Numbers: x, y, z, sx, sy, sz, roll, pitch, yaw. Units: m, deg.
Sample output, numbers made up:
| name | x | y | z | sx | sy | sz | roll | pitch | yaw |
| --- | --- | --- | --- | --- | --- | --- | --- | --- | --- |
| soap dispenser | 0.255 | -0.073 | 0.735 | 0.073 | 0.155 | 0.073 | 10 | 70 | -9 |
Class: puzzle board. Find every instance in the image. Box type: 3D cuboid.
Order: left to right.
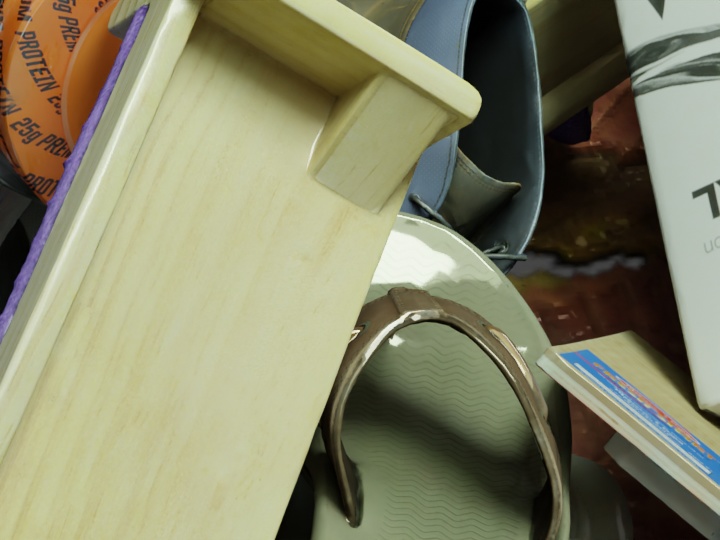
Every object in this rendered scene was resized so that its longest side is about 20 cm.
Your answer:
| name | x | y | z | sx | sy | sz | roll | pitch | yaw |
| --- | --- | --- | --- | --- | --- | --- | --- | --- | --- |
| puzzle board | 0.135 | 0.086 | 0.719 | 0.200 | 0.017 | 0.151 | 39 | 9 | 11 |

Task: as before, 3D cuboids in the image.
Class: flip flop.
| name | x | y | z | sx | sy | sz | roll | pitch | yaw |
| --- | --- | --- | --- | --- | --- | --- | --- | --- | --- |
| flip flop | 0.016 | 0.045 | 0.664 | 0.081 | 0.058 | 0.200 | 7 | 35 | -3 |

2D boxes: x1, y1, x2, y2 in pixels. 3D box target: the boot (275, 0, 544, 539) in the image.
| name | x | y | z | sx | sy | sz | roll | pitch | yaw |
| --- | --- | --- | --- | --- | --- | --- | --- | --- | --- |
| boot | 0.000 | 0.000 | 0.784 | 0.075 | 0.097 | 0.200 | 26 | 58 | -43 |

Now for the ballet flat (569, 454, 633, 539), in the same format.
| name | x | y | z | sx | sy | sz | roll | pitch | yaw |
| --- | --- | --- | --- | --- | --- | --- | --- | --- | --- |
| ballet flat | 0.013 | 0.091 | 0.704 | 0.069 | 0.069 | 0.200 | 32 | 47 | 22 |

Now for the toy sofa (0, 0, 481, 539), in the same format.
| name | x | y | z | sx | sy | sz | roll | pitch | yaw |
| --- | --- | --- | --- | --- | --- | --- | --- | --- | --- |
| toy sofa | -0.054 | 0.029 | 0.641 | 0.083 | 0.098 | 0.200 | 30 | 65 | -19 |

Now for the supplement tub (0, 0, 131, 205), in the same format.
| name | x | y | z | sx | sy | sz | roll | pitch | yaw |
| --- | --- | --- | --- | --- | --- | --- | --- | --- | --- |
| supplement tub | -0.083 | -0.097 | 0.780 | 0.122 | 0.123 | 0.200 | -10 | 32 | -17 |

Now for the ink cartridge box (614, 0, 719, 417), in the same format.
| name | x | y | z | sx | sy | sz | roll | pitch | yaw |
| --- | --- | --- | --- | --- | --- | --- | --- | --- | --- |
| ink cartridge box | 0.159 | -0.063 | 0.776 | 0.084 | 0.146 | 0.200 | 23 | 50 | -50 |

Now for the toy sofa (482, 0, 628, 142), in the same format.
| name | x | y | z | sx | sy | sz | roll | pitch | yaw |
| --- | --- | --- | --- | --- | --- | --- | --- | --- | --- |
| toy sofa | -0.006 | -0.110 | 0.912 | 0.200 | 0.098 | 0.083 | 36 | 49 | 24 |

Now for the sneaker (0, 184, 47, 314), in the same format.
| name | x | y | z | sx | sy | sz | roll | pitch | yaw |
| --- | --- | --- | --- | --- | --- | --- | --- | --- | --- |
| sneaker | -0.069 | -0.012 | 0.838 | 0.079 | 0.074 | 0.200 | 28 | 48 | 12 |
